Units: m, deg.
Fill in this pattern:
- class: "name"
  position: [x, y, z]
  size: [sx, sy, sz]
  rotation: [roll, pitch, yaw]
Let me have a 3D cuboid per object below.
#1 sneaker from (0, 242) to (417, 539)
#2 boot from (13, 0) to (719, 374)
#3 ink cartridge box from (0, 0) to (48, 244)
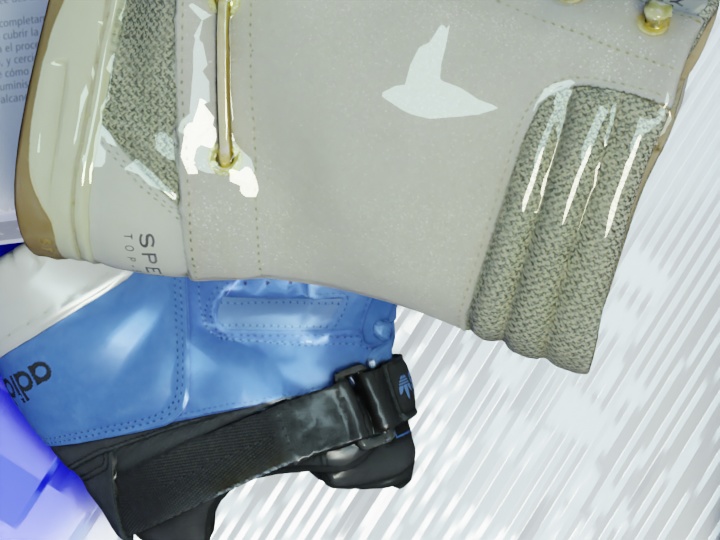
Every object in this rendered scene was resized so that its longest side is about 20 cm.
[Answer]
- class: "sneaker"
  position: [0.000, 0.000, 0.831]
  size: [0.200, 0.077, 0.111]
  rotation: [-33, 92, -7]
- class: "boot"
  position: [0.012, -0.085, 0.722]
  size: [0.155, 0.072, 0.200]
  rotation: [13, 87, 9]
- class: "ink cartridge box"
  position: [-0.047, -0.102, 0.789]
  size: [0.200, 0.045, 0.176]
  rotation: [-6, 79, 5]
